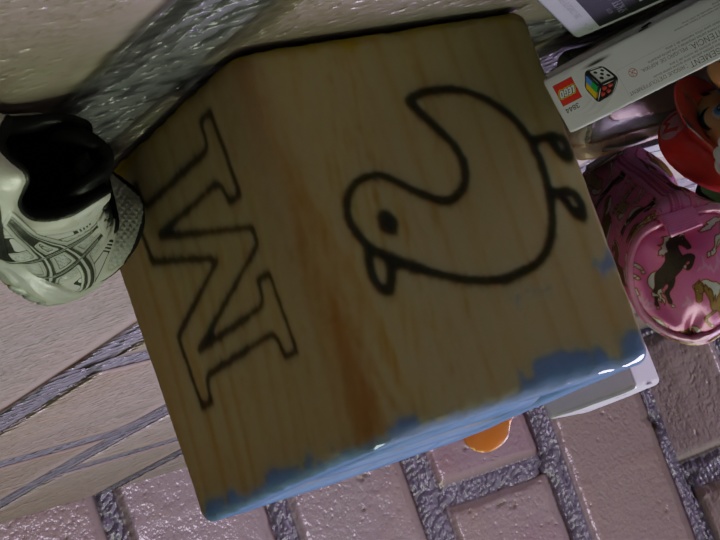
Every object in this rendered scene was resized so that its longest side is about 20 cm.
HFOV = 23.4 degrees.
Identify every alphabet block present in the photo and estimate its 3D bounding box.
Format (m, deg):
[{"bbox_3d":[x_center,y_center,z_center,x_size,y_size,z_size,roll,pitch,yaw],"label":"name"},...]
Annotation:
[{"bbox_3d":[0.000,0.000,0.931,0.195,0.200,0.196,-14,170,-36],"label":"alphabet block"}]

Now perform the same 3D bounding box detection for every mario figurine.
[{"bbox_3d":[0.250,-0.112,0.965,0.200,0.106,0.123,-24,170,32],"label":"mario figurine"}]

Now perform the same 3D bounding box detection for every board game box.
[{"bbox_3d":[0.189,-0.135,0.912,0.126,0.035,0.200,-25,-175,33],"label":"board game box"}]

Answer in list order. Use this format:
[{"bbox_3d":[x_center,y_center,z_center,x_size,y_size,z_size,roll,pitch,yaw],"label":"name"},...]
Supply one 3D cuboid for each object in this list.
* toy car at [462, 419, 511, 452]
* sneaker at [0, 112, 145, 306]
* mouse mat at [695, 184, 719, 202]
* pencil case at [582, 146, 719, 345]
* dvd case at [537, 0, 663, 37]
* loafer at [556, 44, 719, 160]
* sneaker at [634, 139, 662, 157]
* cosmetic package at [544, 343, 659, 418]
[{"bbox_3d":[0.057,0.055,1.393,0.177,0.200,0.184,-17,171,-19],"label":"toy car"},{"bbox_3d":[-0.142,-0.032,0.823,0.088,0.076,0.200,-23,171,20],"label":"sneaker"},{"bbox_3d":[0.285,-0.081,1.014,0.161,0.008,0.200,-44,-164,3],"label":"mouse mat"},{"bbox_3d":[0.180,-0.020,1.056,0.083,0.086,0.200,-54,-168,9],"label":"pencil case"},{"bbox_3d":[0.167,-0.161,0.742,0.200,0.025,0.150,-24,171,15],"label":"dvd case"},{"bbox_3d":[0.197,-0.111,1.072,0.200,0.063,0.072,-11,-156,-35],"label":"loafer"},{"bbox_3d":[0.241,-0.114,1.179,0.200,0.073,0.071,-2,-175,2],"label":"sneaker"},{"bbox_3d":[0.143,0.004,1.268,0.074,0.200,0.102,-23,170,18],"label":"cosmetic package"}]
